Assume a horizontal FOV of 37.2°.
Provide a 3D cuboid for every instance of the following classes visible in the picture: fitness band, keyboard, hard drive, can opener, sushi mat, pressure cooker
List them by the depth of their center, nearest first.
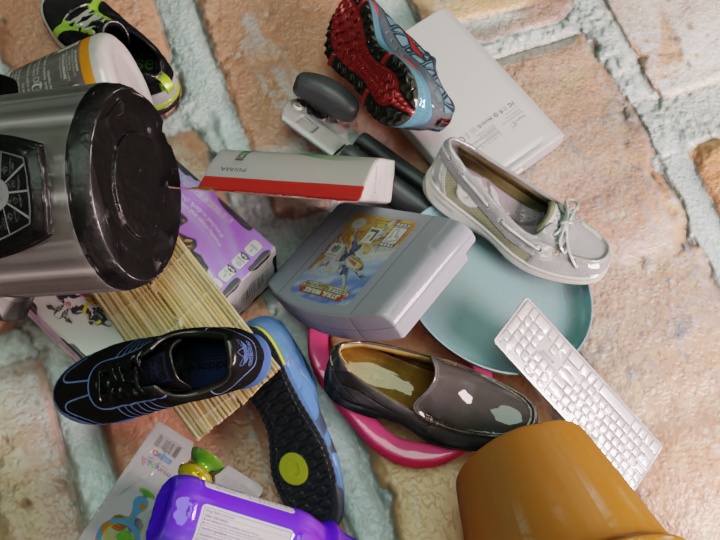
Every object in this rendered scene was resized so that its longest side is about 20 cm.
[{"bbox_3d":[-0.271,-0.061,0.905,0.198,0.180,0.177,-3,46,17],"label":"pressure cooker"},{"bbox_3d":[-0.163,0.044,0.948,0.095,0.012,0.200,-38,73,-6],"label":"sushi mat"},{"bbox_3d":[0.201,0.114,0.980,0.200,0.011,0.056,47,72,-11],"label":"keyboard"},{"bbox_3d":[0.038,0.090,1.013,0.143,0.038,0.200,-35,71,-16],"label":"fitness band"},{"bbox_3d":[0.005,-0.127,1.085,0.199,0.067,0.053,36,49,12],"label":"can opener"},{"bbox_3d":[0.102,-0.177,1.139,0.131,0.026,0.200,-34,72,-16],"label":"hard drive"}]

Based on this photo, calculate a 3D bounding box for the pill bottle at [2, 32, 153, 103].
[{"bbox_3d":[-0.307,-0.141,1.034,0.198,0.116,0.117,-22,67,8],"label":"pill bottle"}]

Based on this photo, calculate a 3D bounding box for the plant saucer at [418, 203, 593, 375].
[{"bbox_3d":[0.128,0.017,1.030,0.198,0.028,0.202,9,54,-12],"label":"plant saucer"}]

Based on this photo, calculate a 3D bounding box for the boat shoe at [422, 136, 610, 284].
[{"bbox_3d":[0.156,-0.057,1.034,0.201,0.065,0.075,33,52,5],"label":"boat shoe"}]

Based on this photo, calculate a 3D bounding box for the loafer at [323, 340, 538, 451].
[{"bbox_3d":[0.063,0.110,0.949,0.197,0.072,0.074,12,67,4],"label":"loafer"}]

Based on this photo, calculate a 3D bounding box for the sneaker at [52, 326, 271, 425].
[{"bbox_3d":[-0.176,0.084,0.890,0.198,0.078,0.071,-15,78,12],"label":"sneaker"}]

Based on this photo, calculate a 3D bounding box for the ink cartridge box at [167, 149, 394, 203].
[{"bbox_3d":[-0.066,-0.089,0.985,0.159,0.200,0.051,5,92,14],"label":"ink cartridge box"}]

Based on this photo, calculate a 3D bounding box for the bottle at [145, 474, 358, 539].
[{"bbox_3d":[-0.077,0.230,0.902,0.198,0.083,0.066,22,65,-18],"label":"bottle"}]

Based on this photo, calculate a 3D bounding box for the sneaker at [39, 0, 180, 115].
[{"bbox_3d":[-0.259,-0.246,1.120,0.199,0.083,0.072,39,69,14],"label":"sneaker"}]

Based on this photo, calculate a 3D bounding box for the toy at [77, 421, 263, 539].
[{"bbox_3d":[-0.182,0.245,0.924,0.114,0.047,0.201,32,60,-1],"label":"toy"}]

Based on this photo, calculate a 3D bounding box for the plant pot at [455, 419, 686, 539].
[{"bbox_3d":[0.167,0.234,0.883,0.198,0.201,0.184,-14,52,-9],"label":"plant pot"}]

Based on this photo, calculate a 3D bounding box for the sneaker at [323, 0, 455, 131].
[{"bbox_3d":[0.031,-0.209,1.107,0.095,0.079,0.201,12,41,-42],"label":"sneaker"}]

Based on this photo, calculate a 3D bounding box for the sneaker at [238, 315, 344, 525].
[{"bbox_3d":[-0.054,0.135,0.974,0.065,0.078,0.202,-25,85,23],"label":"sneaker"}]

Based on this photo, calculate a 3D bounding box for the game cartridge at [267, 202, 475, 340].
[{"bbox_3d":[0.000,0.000,0.983,0.133,0.042,0.199,-45,31,-22],"label":"game cartridge"}]

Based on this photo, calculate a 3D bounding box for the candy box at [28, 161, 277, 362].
[{"bbox_3d":[-0.205,0.007,1.017,0.167,0.072,0.200,40,71,14],"label":"candy box"}]
